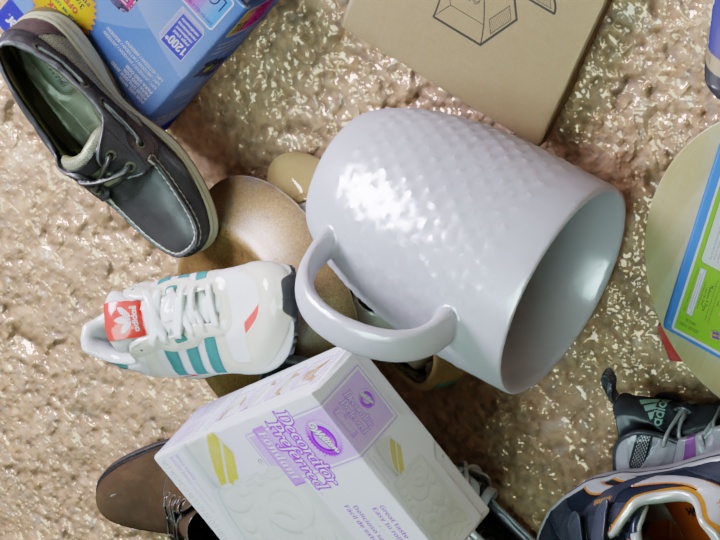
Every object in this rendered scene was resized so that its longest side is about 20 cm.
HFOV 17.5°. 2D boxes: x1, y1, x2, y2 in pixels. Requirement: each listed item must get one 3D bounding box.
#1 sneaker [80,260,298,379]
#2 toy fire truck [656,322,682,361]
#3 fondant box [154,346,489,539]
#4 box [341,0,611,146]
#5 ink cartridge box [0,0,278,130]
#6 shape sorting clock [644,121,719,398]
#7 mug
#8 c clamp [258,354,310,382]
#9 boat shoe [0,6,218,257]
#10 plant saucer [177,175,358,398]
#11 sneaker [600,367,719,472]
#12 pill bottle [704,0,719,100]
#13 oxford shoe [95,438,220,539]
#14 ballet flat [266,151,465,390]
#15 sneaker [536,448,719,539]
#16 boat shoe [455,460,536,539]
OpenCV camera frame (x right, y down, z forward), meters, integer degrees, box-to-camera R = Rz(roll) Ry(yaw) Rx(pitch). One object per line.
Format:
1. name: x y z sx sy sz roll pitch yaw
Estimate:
1. sneaker: -0.118 0.037 1.561 0.199 0.093 0.071 -17 75 57
2. toy fire truck: 0.270 -0.024 1.445 0.199 0.049 0.142 -11 104 31
3. fondant box: -0.029 0.140 1.540 0.144 0.058 0.200 52 142 -10
4. box: 0.087 -0.203 1.493 0.163 0.021 0.201 32 122 15
5. ink cartridge box: -0.159 -0.175 1.613 0.137 0.076 0.200 48 126 4
6. shape sorting clock: 0.262 -0.001 1.404 0.199 0.039 0.201 12 110 36
7. mug: 0.044 -0.012 1.489 0.175 0.200 0.148 29 139 23
8. c clamp: 0.007 0.144 1.581 0.170 0.027 0.201 15 133 34
9. boat shoe: -0.177 -0.084 1.576 0.072 0.066 0.201 -34 96 34
10. plant saucer: -0.073 0.035 1.626 0.200 0.035 0.201 29 130 43
11. sneaker: 0.218 0.100 1.507 0.140 0.078 0.200 39 123 9
12. pill bottle: 0.263 -0.194 1.343 0.111 0.112 0.201 14 116 24
13. oxford shoe: -0.124 0.169 1.725 0.199 0.084 0.073 -5 109 33
14. ballet flat: 0.000 0.000 1.599 0.200 0.063 0.069 46 124 6
15. sneaker: 0.173 0.170 1.484 0.200 0.079 0.079 -30 96 45
16. boat shoe: 0.069 0.169 1.623 0.068 0.072 0.200 -41 86 32
